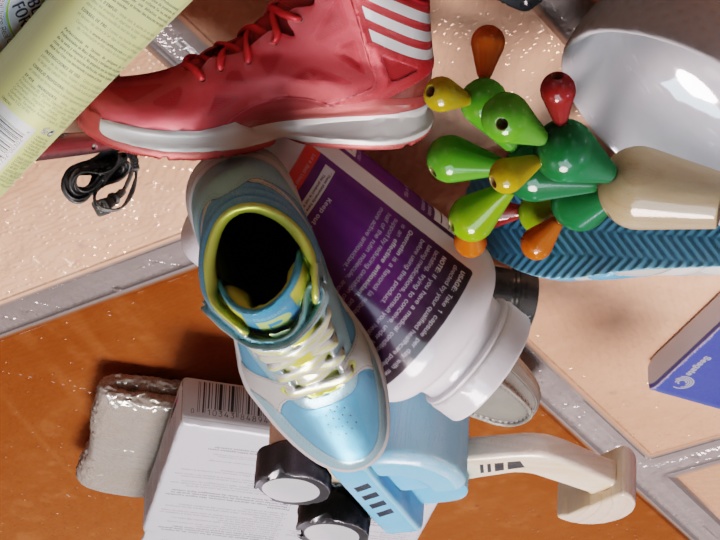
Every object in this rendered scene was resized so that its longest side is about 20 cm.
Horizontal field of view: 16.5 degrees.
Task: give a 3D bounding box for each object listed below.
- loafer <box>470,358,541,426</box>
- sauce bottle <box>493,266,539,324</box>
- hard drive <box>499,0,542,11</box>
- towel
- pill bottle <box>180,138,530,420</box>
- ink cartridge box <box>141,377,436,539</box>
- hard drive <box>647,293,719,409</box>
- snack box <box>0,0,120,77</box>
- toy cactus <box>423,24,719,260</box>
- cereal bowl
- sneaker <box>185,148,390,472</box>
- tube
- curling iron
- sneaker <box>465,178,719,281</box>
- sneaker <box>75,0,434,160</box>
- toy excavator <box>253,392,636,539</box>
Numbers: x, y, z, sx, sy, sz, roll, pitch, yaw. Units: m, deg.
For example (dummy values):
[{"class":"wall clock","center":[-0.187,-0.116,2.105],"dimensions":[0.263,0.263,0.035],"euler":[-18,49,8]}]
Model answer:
[{"class":"loafer","center":[0.038,0.065,1.631],"dimensions":[0.199,0.070,0.070],"euler":[26,140,-30]},{"class":"sauce bottle","center":[0.012,0.004,1.550],"dimensions":[0.198,0.066,0.066],"euler":[12,145,-12]},{"class":"hard drive","center":[0.092,-0.217,1.251],"dimensions":[0.139,0.033,0.200],"euler":[23,140,-27]},{"class":"towel","center":[-0.097,0.123,1.758],"dimensions":[0.198,0.035,0.133],"euler":[8,143,-9]},{"class":"pill bottle","center":[0.000,0.000,1.456],"dimensions":[0.200,0.113,0.112],"euler":[38,136,-12]},{"class":"ink cartridge box","center":[-0.048,0.151,1.732],"dimensions":[0.195,0.044,0.200],"euler":[8,146,-12]},{"class":"hard drive","center":[0.311,0.065,1.654],"dimensions":[0.199,0.026,0.132],"euler":[16,144,-19]},{"class":"snack box","center":[-0.244,-0.130,1.314],"dimensions":[0.199,0.068,0.169],"euler":[-24,144,-3]},{"class":"toy cactus","center":[0.119,-0.058,1.366],"dimensions":[0.164,0.103,0.200],"euler":[10,156,12]},{"class":"cereal bowl","center":[0.212,-0.097,1.339],"dimensions":[0.199,0.084,0.200],"euler":[31,165,9]},{"class":"sneaker","center":[-0.038,0.038,1.339],"dimensions":[0.079,0.131,0.201],"euler":[-26,106,3]},{"class":"tube","center":[-0.144,-0.122,1.293],"dimensions":[0.052,0.058,0.200],"euler":[46,104,4]},{"class":"curling iron","center":[-0.212,-0.059,1.440],"dimensions":[0.199,0.050,0.025],"euler":[0,173,-37]},{"class":"sneaker","center":[0.159,-0.027,1.485],"dimensions":[0.198,0.077,0.081],"euler":[5,176,17]},{"class":"sneaker","center":[-0.056,-0.127,1.342],"dimensions":[0.198,0.078,0.116],"euler":[-4,116,-16]},{"class":"toy excavator","center":[0.056,0.115,1.549],"dimensions":[0.199,0.101,0.195],"euler":[-8,148,22]}]
